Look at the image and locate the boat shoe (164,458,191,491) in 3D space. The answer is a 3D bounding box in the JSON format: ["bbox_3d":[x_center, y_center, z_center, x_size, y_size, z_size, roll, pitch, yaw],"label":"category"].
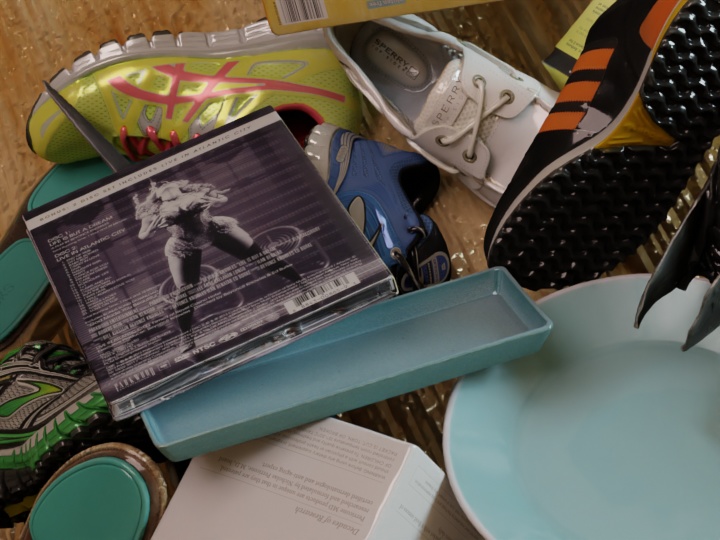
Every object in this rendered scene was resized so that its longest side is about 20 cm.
[{"bbox_3d":[-0.080,0.061,1.292,0.073,0.063,0.201,-28,52,13],"label":"boat shoe"}]

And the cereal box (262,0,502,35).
[{"bbox_3d":[0.046,-0.186,1.314,0.143,0.040,0.200,-7,22,25],"label":"cereal box"}]

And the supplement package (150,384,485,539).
[{"bbox_3d":[-0.037,0.179,1.160,0.119,0.121,0.201,15,70,35],"label":"supplement package"}]

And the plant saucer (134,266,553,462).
[{"bbox_3d":[-0.010,0.045,1.159,0.199,0.019,0.070,-16,29,-13],"label":"plant saucer"}]

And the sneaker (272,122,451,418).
[{"bbox_3d":[0.000,0.000,1.258,0.089,0.079,0.201,6,47,10],"label":"sneaker"}]

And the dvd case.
[{"bbox_3d":[-0.081,-0.009,1.217,0.148,0.016,0.200,-24,34,-7],"label":"dvd case"}]

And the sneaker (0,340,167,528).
[{"bbox_3d":[-0.155,0.068,1.249,0.200,0.078,0.086,-26,67,38],"label":"sneaker"}]

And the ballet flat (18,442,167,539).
[{"bbox_3d":[-0.142,0.149,1.231,0.071,0.065,0.200,53,127,16],"label":"ballet flat"}]

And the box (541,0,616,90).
[{"bbox_3d":[0.190,-0.159,1.279,0.075,0.050,0.200,34,83,39],"label":"box"}]

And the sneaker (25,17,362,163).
[{"bbox_3d":[-0.090,-0.084,1.361,0.199,0.078,0.091,-13,69,3],"label":"sneaker"}]

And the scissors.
[{"bbox_3d":[-0.105,-0.034,1.316,0.073,0.014,0.200,-14,58,-31],"label":"scissors"}]

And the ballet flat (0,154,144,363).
[{"bbox_3d":[-0.175,-0.006,1.381,0.068,0.063,0.200,27,54,18],"label":"ballet flat"}]

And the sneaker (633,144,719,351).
[{"bbox_3d":[0.209,-0.045,1.183,0.060,0.105,0.200,30,42,25],"label":"sneaker"}]

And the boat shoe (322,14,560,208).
[{"bbox_3d":[0.055,-0.082,1.280,0.200,0.069,0.071,33,97,30],"label":"boat shoe"}]

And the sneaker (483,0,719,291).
[{"bbox_3d":[0.130,-0.079,1.207,0.200,0.070,0.090,-53,26,25],"label":"sneaker"}]

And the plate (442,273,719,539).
[{"bbox_3d":[0.139,0.083,1.146,0.199,0.026,0.201,-4,47,4],"label":"plate"}]
